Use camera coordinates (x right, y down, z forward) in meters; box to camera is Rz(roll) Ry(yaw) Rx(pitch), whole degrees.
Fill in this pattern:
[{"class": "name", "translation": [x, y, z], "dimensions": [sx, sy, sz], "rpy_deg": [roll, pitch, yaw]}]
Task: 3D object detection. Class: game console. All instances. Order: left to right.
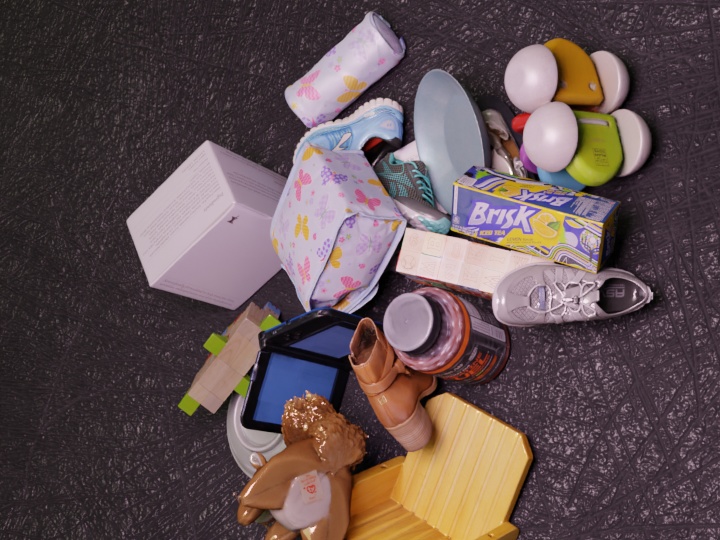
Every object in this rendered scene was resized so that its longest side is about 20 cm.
[{"class": "game console", "translation": [-0.047, 0.145, 1.364], "dimensions": [0.169, 0.199, 0.120], "rpy_deg": [-24, 65, 31]}]

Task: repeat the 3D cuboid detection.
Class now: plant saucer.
[{"class": "plant saucer", "translation": [-0.138, 0.221, 1.505], "dimensions": [0.198, 0.050, 0.204], "rpy_deg": [-9, 73, 33]}, {"class": "plant saucer", "translation": [0.133, -0.174, 1.356], "dimensions": [0.201, 0.038, 0.204], "rpy_deg": [165, 90, -71]}]

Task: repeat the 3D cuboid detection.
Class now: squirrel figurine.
[{"class": "squirrel figurine", "translation": [-0.078, 0.265, 1.298], "dimensions": [0.202, 0.141, 0.186], "rpy_deg": [-57, 11, -17]}]

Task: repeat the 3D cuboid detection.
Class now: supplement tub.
[{"class": "supplement tub", "translation": [0.107, 0.083, 1.271], "dimensions": [0.106, 0.199, 0.109], "rpy_deg": [-9, 73, 31]}]

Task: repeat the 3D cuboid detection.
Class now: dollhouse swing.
[{"class": "dollhouse swing", "translation": [0.092, 0.276, 1.263], "dimensions": [0.199, 0.180, 0.179], "rpy_deg": [27, 114, 37]}]

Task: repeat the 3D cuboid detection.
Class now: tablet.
[{"class": "tablet", "translation": [0.083, -0.128, 1.460], "dimensions": [0.198, 0.014, 0.132], "rpy_deg": [-27, 64, 28]}]

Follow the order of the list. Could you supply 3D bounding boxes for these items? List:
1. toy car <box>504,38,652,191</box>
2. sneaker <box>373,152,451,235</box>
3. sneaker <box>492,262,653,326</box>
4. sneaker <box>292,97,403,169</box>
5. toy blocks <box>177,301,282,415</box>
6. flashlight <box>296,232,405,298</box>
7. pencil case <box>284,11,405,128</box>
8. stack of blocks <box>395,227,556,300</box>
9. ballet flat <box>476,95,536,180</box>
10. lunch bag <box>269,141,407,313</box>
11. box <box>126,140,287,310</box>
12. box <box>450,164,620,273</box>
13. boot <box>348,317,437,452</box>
[{"class": "toy car", "translation": [0.258, -0.185, 1.272], "dimensions": [0.150, 0.172, 0.203], "rpy_deg": [-46, 52, 52]}, {"class": "sneaker", "translation": [0.069, -0.112, 1.400], "dimensions": [0.092, 0.077, 0.199], "rpy_deg": [-54, 42, -1]}, {"class": "sneaker", "translation": [0.253, 0.025, 1.187], "dimensions": [0.082, 0.196, 0.076], "rpy_deg": [-174, 77, -76]}, {"class": "sneaker", "translation": [-0.020, -0.180, 1.501], "dimensions": [0.198, 0.078, 0.091], "rpy_deg": [-27, 57, 28]}, {"class": "toy blocks", "translation": [-0.190, 0.122, 1.525], "dimensions": [0.099, 0.137, 0.201], "rpy_deg": [37, 103, -9]}, {"class": "flashlight", "translation": [0.000, 0.000, 1.459], "dimensions": [0.198, 0.068, 0.068], "rpy_deg": [-20, 31, 25]}, {"class": "pencil case", "translation": [-0.026, -0.308, 1.541], "dimensions": [0.199, 0.083, 0.092], "rpy_deg": [-39, 53, 21]}, {"class": "stack of blocks", "translation": [0.158, 0.002, 1.309], "dimensions": [0.197, 0.115, 0.060], "rpy_deg": [14, 86, 18]}, {"class": "ballet flat", "translation": [0.190, -0.165, 1.360], "dimensions": [0.073, 0.073, 0.203], "rpy_deg": [-31, 62, 25]}, {"class": "lunch bag", "translation": [-0.040, -0.045, 1.377], "dimensions": [0.202, 0.125, 0.170], "rpy_deg": [-63, 39, 29]}, {"class": "box", "translation": [-0.214, -0.063, 1.539], "dimensions": [0.199, 0.198, 0.132], "rpy_deg": [-40, 58, 20]}, {"class": "box", "translation": [0.211, -0.066, 1.222], "dimensions": [0.198, 0.064, 0.071], "rpy_deg": [19, 126, 28]}, {"class": "boot", "translation": [0.038, 0.121, 1.305], "dimensions": [0.073, 0.156, 0.201], "rpy_deg": [-29, 27, 10]}]
